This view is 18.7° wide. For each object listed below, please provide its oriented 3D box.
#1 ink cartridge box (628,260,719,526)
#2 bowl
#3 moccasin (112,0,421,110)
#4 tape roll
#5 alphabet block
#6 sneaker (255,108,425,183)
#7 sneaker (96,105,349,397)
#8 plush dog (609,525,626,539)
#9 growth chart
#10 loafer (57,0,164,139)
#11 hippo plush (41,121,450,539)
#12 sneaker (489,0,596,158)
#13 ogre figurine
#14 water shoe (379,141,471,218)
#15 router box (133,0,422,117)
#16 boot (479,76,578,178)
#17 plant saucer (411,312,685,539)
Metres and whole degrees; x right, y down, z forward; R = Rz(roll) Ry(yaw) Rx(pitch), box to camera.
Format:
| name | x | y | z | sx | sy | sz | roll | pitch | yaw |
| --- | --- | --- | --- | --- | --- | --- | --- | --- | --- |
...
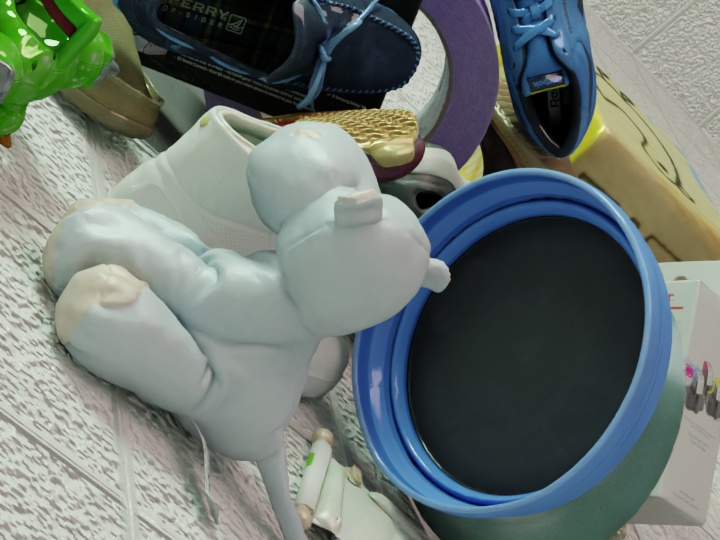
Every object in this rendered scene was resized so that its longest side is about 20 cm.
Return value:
| name | x | y | z | sx | sy | sz | roll | pitch | yaw |
| --- | --- | --- | --- | --- | --- | --- | --- | --- | --- |
| ink cartridge box | 0.195 | 0.073 | 1.538 | 0.068 | 0.115 | 0.200 | 34 | 62 | -44 |
| bowl | 0.086 | 0.044 | 1.241 | 0.039 | 0.201 | 0.201 | 27 | 27 | -48 |
| moccasin | -0.051 | -0.135 | 1.323 | 0.200 | 0.081 | 0.068 | 6 | 20 | -24 |
| tape roll | -0.006 | -0.141 | 1.497 | 0.200 | 0.200 | 0.066 | 45 | 16 | -17 |
| alphabet block | 0.152 | -0.042 | 1.727 | 0.200 | 0.196 | 0.195 | 39 | 17 | -34 |
| sneaker | -0.020 | -0.049 | 1.321 | 0.200 | 0.075 | 0.090 | 10 | -72 | 63 |
| sneaker | -0.045 | -0.011 | 1.251 | 0.200 | 0.116 | 0.074 | 40 | 17 | -38 |
| plush dog | 0.116 | 0.120 | 1.412 | 0.172 | 0.160 | 0.200 | 53 | 41 | -48 |
| growth chart | 0.031 | 0.181 | 1.197 | 0.200 | 0.018 | 0.145 | 49 | 16 | -4 |
| loafer | -0.175 | -0.167 | 1.337 | 0.200 | 0.067 | 0.076 | 55 | 16 | 18 |
| hippo plush | -0.053 | 0.003 | 1.106 | 0.159 | 0.161 | 0.200 | 32 | 24 | -50 |
| sneaker | 0.121 | -0.169 | 1.470 | 0.078 | 0.066 | 0.200 | -86 | 163 | -60 |
| ogre figurine | -0.201 | -0.133 | 1.138 | 0.120 | 0.098 | 0.200 | 41 | 2 | 9 |
| water shoe | 0.049 | -0.022 | 1.434 | 0.200 | 0.071 | 0.079 | 32 | 59 | -61 |
| router box | -0.063 | -0.182 | 1.400 | 0.200 | 0.149 | 0.051 | 21 | 19 | -4 |
| boot | 0.089 | -0.027 | 1.572 | 0.072 | 0.166 | 0.200 | 6 | 45 | -49 |
| plant saucer | 0.094 | 0.074 | 1.282 | 0.036 | 0.200 | 0.200 | 27 | 28 | -47 |
